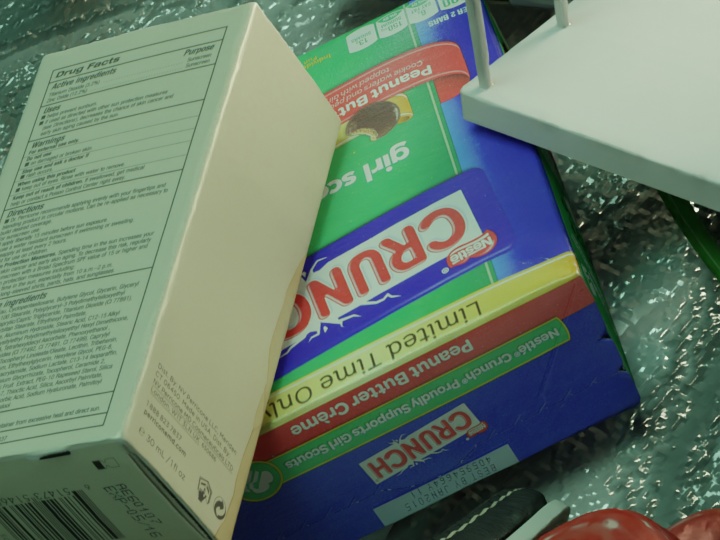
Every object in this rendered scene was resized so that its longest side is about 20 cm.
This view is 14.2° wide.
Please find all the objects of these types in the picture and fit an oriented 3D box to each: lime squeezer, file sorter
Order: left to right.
[{"bbox_3d":[0.126,-0.068,1.127,0.070,0.038,0.201,10,54,3],"label":"lime squeezer"},{"bbox_3d":[0.144,-0.135,1.041,0.138,0.125,0.200,23,47,36],"label":"file sorter"}]

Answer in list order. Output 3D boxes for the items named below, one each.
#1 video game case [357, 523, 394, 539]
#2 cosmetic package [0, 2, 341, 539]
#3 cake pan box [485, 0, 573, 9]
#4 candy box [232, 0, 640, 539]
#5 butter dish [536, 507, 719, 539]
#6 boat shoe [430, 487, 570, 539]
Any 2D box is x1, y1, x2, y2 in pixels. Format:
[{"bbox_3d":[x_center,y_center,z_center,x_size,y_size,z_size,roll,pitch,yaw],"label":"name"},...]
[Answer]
[{"bbox_3d":[-0.090,0.117,1.123,0.199,0.018,0.144,14,64,41],"label":"video game case"},{"bbox_3d":[-0.083,0.008,1.034,0.103,0.073,0.201,-11,45,30],"label":"cosmetic package"},{"bbox_3d":[0.071,-0.187,1.221,0.184,0.052,0.200,10,50,42],"label":"cake pan box"},{"bbox_3d":[0.000,0.000,1.101,0.168,0.077,0.200,-26,40,8],"label":"candy box"},{"bbox_3d":[0.067,0.156,0.886,0.199,0.148,0.200,-38,42,-1],"label":"butter dish"},{"bbox_3d":[-0.011,0.132,0.987,0.200,0.074,0.060,-40,66,-20],"label":"boat shoe"}]
